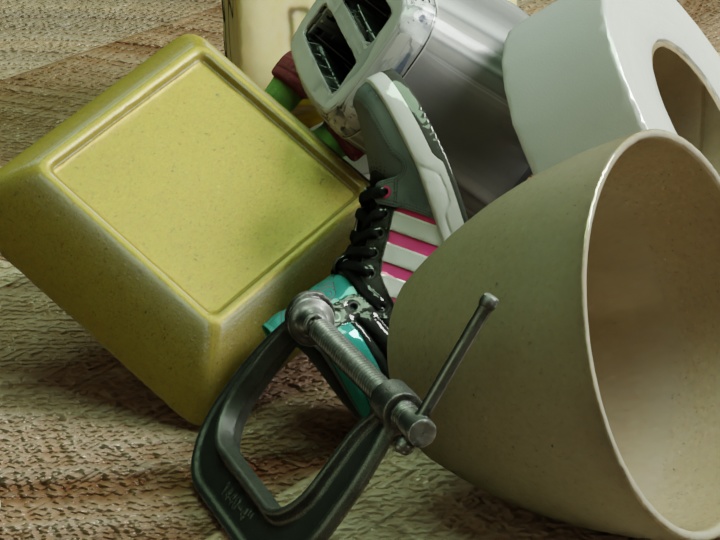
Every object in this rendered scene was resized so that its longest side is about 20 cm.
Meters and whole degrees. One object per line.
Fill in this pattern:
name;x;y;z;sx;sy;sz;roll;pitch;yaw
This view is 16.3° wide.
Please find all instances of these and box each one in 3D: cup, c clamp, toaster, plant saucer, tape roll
cup;0.099;0.039;1.254;0.143;0.201;0.200;-9;13;34
c clamp;-0.016;0.066;1.241;0.027;0.171;0.200;31;0;-28
toaster;0.041;-0.113;1.482;0.129;0.114;0.200;29;19;-25
plant saucer;-0.091;-0.039;1.432;0.200;0.049;0.200;40;56;13
tape roll;0.162;-0.066;1.397;0.071;0.203;0.202;-28;9;25

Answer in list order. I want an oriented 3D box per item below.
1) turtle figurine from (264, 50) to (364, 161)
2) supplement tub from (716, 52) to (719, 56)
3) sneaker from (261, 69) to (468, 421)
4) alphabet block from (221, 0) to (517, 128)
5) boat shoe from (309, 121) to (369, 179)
turtle figurine;-0.045;-0.069;1.568;0.144;0.194;0.200;44;-8;10
supplement tub;0.257;-0.059;1.549;0.199;0.146;0.145;6;21;18
sneaker;0.000;0.000;1.368;0.120;0.201;0.084;-18;-6;-7
alphabet block;0.002;-0.198;1.772;0.196;0.201;0.195;-3;-11;-4
boat shoe;-0.049;-0.064;1.702;0.199;0.074;0.060;-9;-27;27
